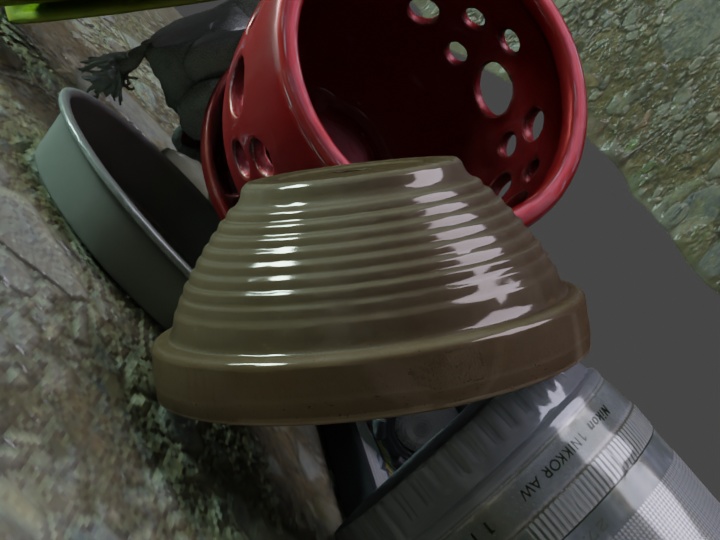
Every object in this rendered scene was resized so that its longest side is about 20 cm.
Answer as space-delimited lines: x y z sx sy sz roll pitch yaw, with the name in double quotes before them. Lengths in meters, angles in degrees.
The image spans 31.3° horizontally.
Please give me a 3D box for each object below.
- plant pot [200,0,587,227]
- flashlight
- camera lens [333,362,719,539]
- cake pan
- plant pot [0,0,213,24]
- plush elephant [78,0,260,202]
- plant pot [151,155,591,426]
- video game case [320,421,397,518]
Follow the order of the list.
"plant pot" 0.006 -0.086 0.775 0.201 0.201 0.182 48 -33 -6
"flashlight" 0.038 0.060 0.852 0.200 0.067 0.068 -92 179 -71
"camera lens" 0.104 0.155 0.612 0.200 0.160 0.160 49 6 6
"cake pan" -0.112 -0.019 0.741 0.200 0.037 0.200 48 6 -7
"plant pot" -0.182 -0.274 0.865 0.181 0.197 0.202 69 14 -87
"plush elephant" -0.096 -0.112 0.974 0.165 0.198 0.156 -91 163 -61
"plant pot" 0.000 0.000 0.584 0.201 0.199 0.094 -86 168 -82
"video game case" 0.047 0.163 0.796 0.181 0.025 0.200 47 6 -20
